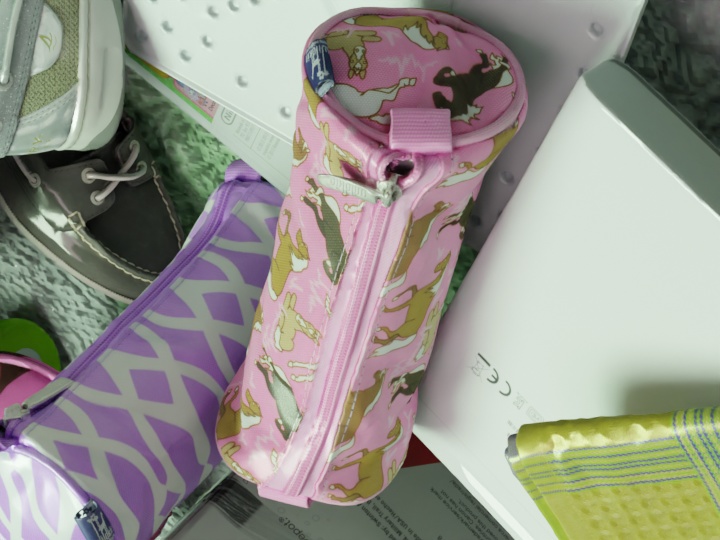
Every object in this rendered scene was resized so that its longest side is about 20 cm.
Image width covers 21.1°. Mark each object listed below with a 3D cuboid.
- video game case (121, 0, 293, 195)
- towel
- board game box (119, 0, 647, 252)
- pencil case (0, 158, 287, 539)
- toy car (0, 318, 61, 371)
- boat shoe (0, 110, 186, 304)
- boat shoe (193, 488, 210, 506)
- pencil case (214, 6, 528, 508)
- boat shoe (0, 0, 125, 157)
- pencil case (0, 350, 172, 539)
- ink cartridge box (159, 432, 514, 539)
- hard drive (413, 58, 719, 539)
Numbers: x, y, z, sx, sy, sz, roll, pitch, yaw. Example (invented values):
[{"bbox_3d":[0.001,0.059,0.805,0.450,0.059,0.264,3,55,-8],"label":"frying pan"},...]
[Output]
[{"bbox_3d":[-0.037,-0.130,0.774,0.182,0.022,0.200,39,139,7],"label":"video game case"},{"bbox_3d":[0.158,0.093,0.664,0.200,0.023,0.144,-11,125,34],"label":"towel"},{"bbox_3d":[0.009,-0.118,0.707,0.200,0.026,0.200,30,137,14],"label":"board game box"},{"bbox_3d":[-0.084,0.042,0.814,0.084,0.200,0.086,-11,118,42],"label":"pencil case"},{"bbox_3d":[-0.286,0.075,0.990,0.164,0.200,0.158,-9,124,42],"label":"toy car"},{"bbox_3d":[-0.141,-0.071,0.869,0.200,0.067,0.057,52,142,-2],"label":"boat shoe"},{"bbox_3d":[-0.014,0.188,0.969,0.200,0.062,0.075,46,140,2],"label":"boat shoe"},{"bbox_3d":[0.000,0.000,0.717,0.083,0.086,0.200,46,140,29],"label":"pencil case"},{"bbox_3d":[-0.139,-0.146,0.772,0.074,0.065,0.202,13,110,56],"label":"boat shoe"},{"bbox_3d":[-0.144,0.097,0.930,0.093,0.091,0.200,5,170,6],"label":"pencil case"},{"bbox_3d":[-0.020,0.152,0.842,0.144,0.200,0.084,46,138,1],"label":"ink cartridge box"},{"bbox_3d":[0.093,0.036,0.711,0.132,0.027,0.200,46,141,17],"label":"hard drive"}]
